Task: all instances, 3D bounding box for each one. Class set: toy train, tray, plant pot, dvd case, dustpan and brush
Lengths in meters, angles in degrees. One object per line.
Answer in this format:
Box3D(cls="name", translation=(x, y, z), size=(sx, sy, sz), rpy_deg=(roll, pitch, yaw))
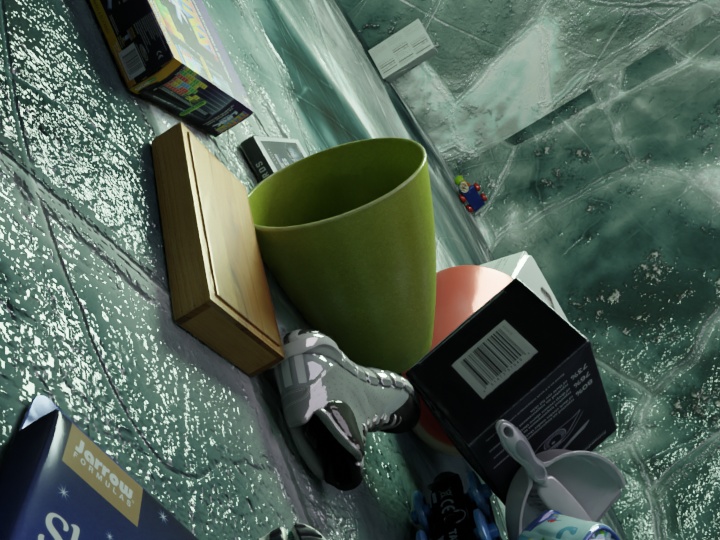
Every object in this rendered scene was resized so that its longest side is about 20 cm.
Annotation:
Box3D(cls="toy train", translation=(0.388, -0.316, 3.195), size=(0.200, 0.084, 0.116), rpy_deg=(46, 9, -48))
Box3D(cls="tray", translation=(-0.117, -0.021, 0.693), size=(0.099, 0.037, 0.201), rpy_deg=(46, 20, -47))
Box3D(cls="plant pot", translation=(0.132, 0.120, 1.050), size=(0.201, 0.199, 0.178), rpy_deg=(57, 24, -15))
Box3D(cls="dvd case", translation=(-0.073, -0.094, 1.046), size=(0.151, 0.025, 0.200), rpy_deg=(60, 12, -1))
Box3D(cls="toy train", translation=(0.103, 0.279, 0.797), size=(0.200, 0.086, 0.115), rpy_deg=(-97, 163, -64))
Box3D(cls="plant pot", translation=(0.000, 0.000, 0.846), size=(0.188, 0.186, 0.201), rpy_deg=(-93, 166, -63))
Box3D(cls="dustpan and brush", translation=(0.169, 0.199, 0.783), size=(0.200, 0.140, 0.057), rpy_deg=(49, -14, -20))

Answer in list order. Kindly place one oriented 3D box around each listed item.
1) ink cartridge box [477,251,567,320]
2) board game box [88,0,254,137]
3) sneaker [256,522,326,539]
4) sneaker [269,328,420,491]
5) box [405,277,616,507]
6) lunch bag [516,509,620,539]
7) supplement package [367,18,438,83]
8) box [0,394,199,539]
Box3D(cls="ink cartridge box", translation=(0.172, 0.076, 1.196), size=(0.146, 0.199, 0.084), rpy_deg=(56, 41, -16))
Box3D(cls="board game box", translation=(-0.196, -0.245, 0.828), size=(0.201, 0.056, 0.165), rpy_deg=(64, 14, 13))
Box3D(cls="sneaker", translation=(-0.021, 0.241, 0.462), size=(0.080, 0.077, 0.201), rpy_deg=(80, -8, -67))
Box3D(cls="sneaker", translation=(-0.007, 0.137, 0.724), size=(0.200, 0.075, 0.116), rpy_deg=(34, 34, -45))
Box3D(cls="box", translation=(0.155, 0.131, 0.845), size=(0.104, 0.148, 0.200), rpy_deg=(46, -8, 39))
Box3D(cls="lunch bag", translation=(0.147, 0.309, 0.670), size=(0.082, 0.200, 0.161), rpy_deg=(-6, -59, 57))
Box3D(cls="supplement package", translation=(0.146, -0.740, 2.887), size=(0.111, 0.199, 0.156), rpy_deg=(61, 12, -1))
Box3D(cls="box", translation=(-0.113, 0.145, 0.361), size=(0.121, 0.032, 0.201), rpy_deg=(53, 14, -28))
